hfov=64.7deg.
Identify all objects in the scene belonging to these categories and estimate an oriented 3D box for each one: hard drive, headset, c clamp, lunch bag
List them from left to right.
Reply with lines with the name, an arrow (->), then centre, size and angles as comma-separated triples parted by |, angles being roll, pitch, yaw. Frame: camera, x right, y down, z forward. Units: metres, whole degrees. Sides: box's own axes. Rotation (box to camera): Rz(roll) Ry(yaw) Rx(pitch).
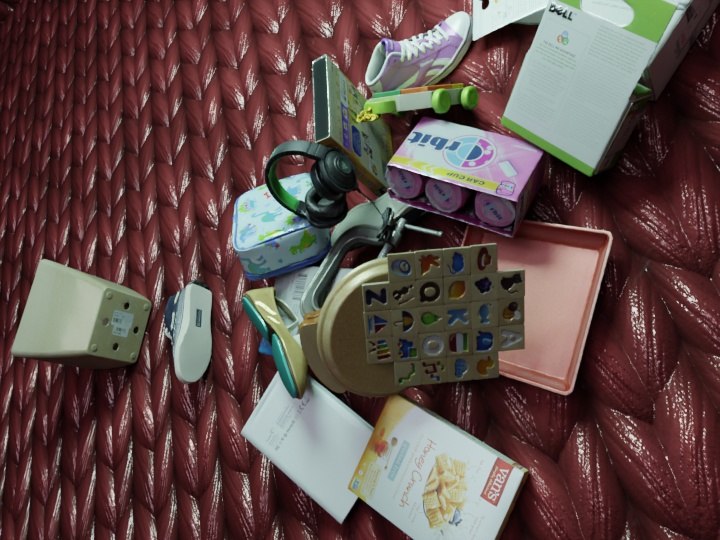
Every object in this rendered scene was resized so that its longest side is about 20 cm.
lunch bag -> -0.135, -0.077, 0.949 | 0.157, 0.084, 0.201 | -19, 35, 1
hard drive -> -0.066, 0.245, 0.828 | 0.198, 0.027, 0.133 | 35, 95, 17
headset -> -0.045, -0.104, 0.806 | 0.124, 0.196, 0.095 | 113, 175, -51
c clamp -> 0.000, 0.000, 0.808 | 0.169, 0.027, 0.202 | 22, 71, 43

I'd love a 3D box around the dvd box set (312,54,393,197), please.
dvd box set -> -0.006, -0.215, 0.886 | 0.029, 0.199, 0.150 | -16, 64, 27

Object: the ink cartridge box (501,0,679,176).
ink cartridge box -> 0.278, -0.242, 0.687 | 0.147, 0.075, 0.203 | 40, 133, 29

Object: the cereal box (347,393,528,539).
cereal box -> 0.094, 0.267, 0.722 | 0.197, 0.039, 0.146 | 25, 89, 31

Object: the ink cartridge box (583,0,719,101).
ink cartridge box -> 0.364, -0.343, 0.733 | 0.146, 0.082, 0.202 | 36, 96, 39

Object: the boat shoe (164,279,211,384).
boat shoe -> -0.340, 0.126, 1.101 | 0.092, 0.074, 0.204 | -23, 53, 35

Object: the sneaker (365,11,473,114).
sneaker -> 0.093, -0.356, 0.922 | 0.200, 0.114, 0.073 | -45, 51, 13

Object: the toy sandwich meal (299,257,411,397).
toy sandwich meal -> 0.022, 0.074, 0.737 | 0.207, 0.203, 0.070 | -56, 23, 5

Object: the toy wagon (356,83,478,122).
toy wagon -> 0.074, -0.251, 0.850 | 0.153, 0.198, 0.041 | 9, 111, 46

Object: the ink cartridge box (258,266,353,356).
ink cartridge box -> -0.049, 0.077, 0.886 | 0.197, 0.084, 0.148 | 4, 75, 37

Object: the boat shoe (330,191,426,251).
boat shoe -> 0.041, -0.085, 0.893 | 0.198, 0.062, 0.076 | -36, 53, 18

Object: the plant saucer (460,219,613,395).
plant saucer -> 0.208, 0.037, 0.741 | 0.197, 0.036, 0.204 | 13, 82, 39

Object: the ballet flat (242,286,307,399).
ballet flat -> -0.111, 0.094, 0.832 | 0.201, 0.062, 0.070 | 54, 151, 34

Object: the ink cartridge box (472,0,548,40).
ink cartridge box -> 0.270, -0.448, 0.876 | 0.197, 0.050, 0.166 | -13, 67, 42

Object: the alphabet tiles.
alphabet tiles -> 0.102, 0.056, 0.686 | 0.195, 0.006, 0.171 | -5, 105, 0

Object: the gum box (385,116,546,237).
gum box -> 0.139, -0.134, 0.778 | 0.197, 0.067, 0.114 | 21, 56, 26

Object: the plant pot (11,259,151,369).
plant pot -> -0.565, 0.109, 1.201 | 0.173, 0.199, 0.205 | 6, 76, 26
